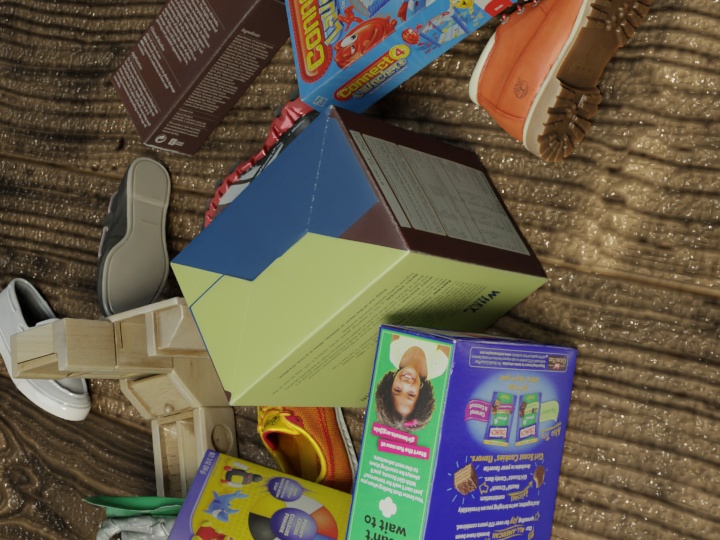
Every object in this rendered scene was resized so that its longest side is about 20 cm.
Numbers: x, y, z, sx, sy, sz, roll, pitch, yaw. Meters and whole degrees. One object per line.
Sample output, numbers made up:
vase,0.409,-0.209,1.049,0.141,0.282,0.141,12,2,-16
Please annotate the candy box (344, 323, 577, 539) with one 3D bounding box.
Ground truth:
candy box,0.076,0.148,0.869,0.077,0.168,0.202,8,89,41

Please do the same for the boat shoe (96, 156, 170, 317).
boat shoe,-0.230,-0.021,1.177,0.057,0.066,0.202,-41,36,45

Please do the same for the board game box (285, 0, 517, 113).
board game box,0.023,-0.261,1.006,0.195,0.056,0.202,-32,52,30

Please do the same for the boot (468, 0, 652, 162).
boot,0.156,-0.198,0.914,0.107,0.075,0.201,41,110,39

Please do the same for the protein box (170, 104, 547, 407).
protein box,0.000,0.000,0.927,0.198,0.199,0.136,-40,62,27

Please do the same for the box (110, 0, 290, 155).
box,-0.154,-0.222,1.158,0.200,0.075,0.101,-46,59,26

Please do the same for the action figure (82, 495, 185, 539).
action figure,-0.136,0.230,1.042,0.198,0.118,0.055,-9,59,22

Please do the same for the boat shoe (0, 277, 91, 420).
boat shoe,-0.345,0.082,1.278,0.200,0.072,0.069,47,113,42

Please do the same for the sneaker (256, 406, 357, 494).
sneaker,-0.061,0.116,1.040,0.073,0.077,0.201,-39,61,29

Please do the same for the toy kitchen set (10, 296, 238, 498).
toy kitchen set,-0.180,0.130,1.052,0.162,0.199,0.182,-16,75,36

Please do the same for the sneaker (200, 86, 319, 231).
sneaker,-0.073,-0.070,1.075,0.201,0.071,0.098,-48,56,22

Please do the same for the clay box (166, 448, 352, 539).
clay box,-0.048,0.223,0.937,0.198,0.115,0.048,16,123,2
